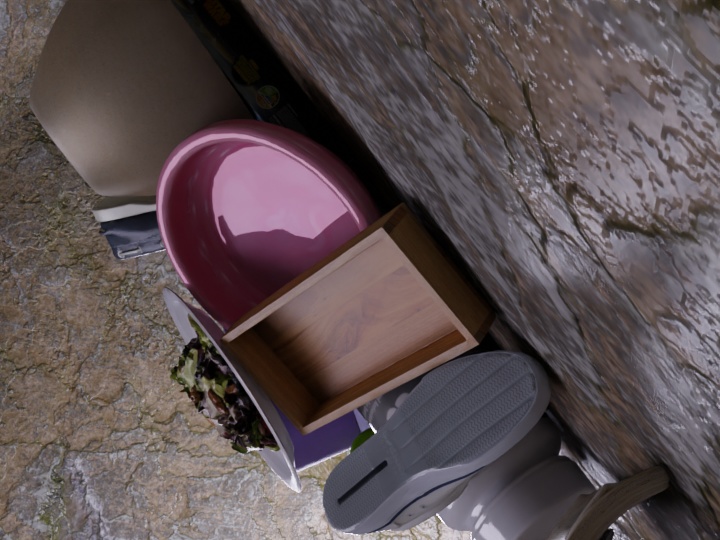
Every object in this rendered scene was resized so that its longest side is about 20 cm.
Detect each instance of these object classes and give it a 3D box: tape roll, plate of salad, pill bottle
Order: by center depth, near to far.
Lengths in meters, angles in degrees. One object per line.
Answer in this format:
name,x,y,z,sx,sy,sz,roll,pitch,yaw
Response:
pill bottle,0.081,0.125,0.881,0.200,0.114,0.114,50,176,30
plate of salad,-0.114,0.103,0.939,0.201,0.048,0.201,51,164,21
tape roll,-0.071,0.089,1.104,0.200,0.084,0.202,157,90,-86

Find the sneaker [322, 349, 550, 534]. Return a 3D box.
sneaker,0.058,0.118,0.784,0.070,0.199,0.074,11,-130,-46

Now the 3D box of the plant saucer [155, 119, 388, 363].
plant saucer,-0.058,-0.025,0.849,0.199,0.051,0.202,17,129,22

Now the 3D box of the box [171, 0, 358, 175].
box,-0.072,-0.131,0.932,0.201,0.040,0.137,52,175,13

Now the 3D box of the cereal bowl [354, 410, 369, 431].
cereal bowl,-0.005,0.079,1.228,0.200,0.083,0.202,38,139,43

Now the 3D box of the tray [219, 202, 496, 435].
tray,-0.007,0.040,0.805,0.099,0.037,0.199,49,135,-8

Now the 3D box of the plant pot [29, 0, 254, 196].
plant pot,-0.184,-0.137,0.920,0.201,0.134,0.200,52,176,6

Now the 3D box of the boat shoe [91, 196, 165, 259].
boat shoe,-0.140,-0.043,0.975,0.075,0.198,0.062,-57,-46,-57

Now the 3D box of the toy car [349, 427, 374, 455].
toy car,0.114,0.171,1.079,0.198,0.159,0.164,23,177,18

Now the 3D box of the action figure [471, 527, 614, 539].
action figure,0.174,0.255,1.019,0.129,0.070,0.200,-1,153,37

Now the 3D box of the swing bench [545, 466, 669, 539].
swing bench,0.171,0.231,0.668,0.201,0.129,0.199,52,177,14

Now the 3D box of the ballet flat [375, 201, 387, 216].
ballet flat,0.000,0.000,0.962,0.072,0.071,0.200,51,164,13
